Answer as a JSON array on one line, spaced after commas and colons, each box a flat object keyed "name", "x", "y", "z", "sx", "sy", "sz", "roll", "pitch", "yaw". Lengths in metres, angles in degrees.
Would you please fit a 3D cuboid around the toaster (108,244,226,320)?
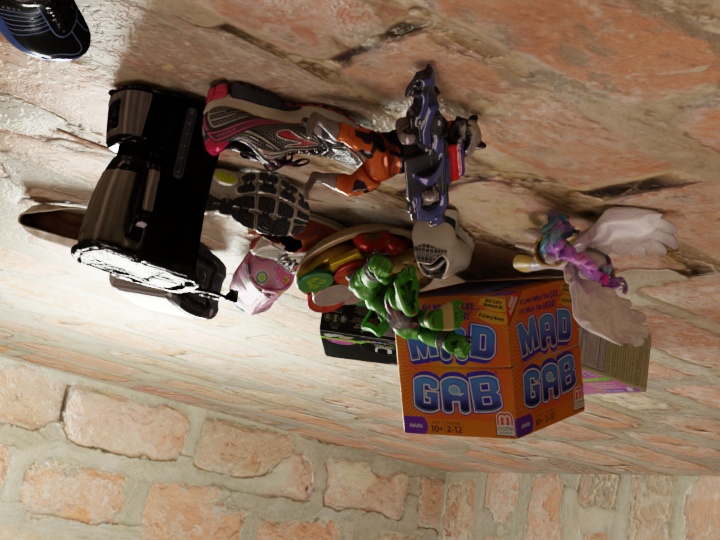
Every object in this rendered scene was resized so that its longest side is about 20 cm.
[{"name": "toaster", "x": -0.312, "y": 0.008, "z": 2.027, "sx": 0.128, "sy": 0.115, "sz": 0.200, "roll": 5, "pitch": 166, "yaw": 24}]

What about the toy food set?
[{"name": "toy food set", "x": 0.000, "y": 0.000, "z": 1.798, "sx": 0.196, "sy": 0.049, "sz": 0.200, "roll": -23, "pitch": 153, "yaw": 14}]

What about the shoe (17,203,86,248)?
[{"name": "shoe", "x": -0.425, "y": -0.060, "z": 1.922, "sx": 0.197, "sy": 0.071, "sz": 0.053, "roll": 10, "pitch": 174, "yaw": 7}]

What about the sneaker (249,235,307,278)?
[{"name": "sneaker", "x": -0.072, "y": -0.009, "z": 1.879, "sx": 0.198, "sy": 0.083, "sz": 0.078, "roll": 17, "pitch": 164, "yaw": -21}]

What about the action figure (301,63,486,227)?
[{"name": "action figure", "x": 0.036, "y": -0.146, "z": 1.323, "sx": 0.191, "sy": 0.105, "sz": 0.202, "roll": -3, "pitch": 132, "yaw": -7}]

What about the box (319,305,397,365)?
[{"name": "box", "x": 0.016, "y": 0.069, "z": 2.030, "sx": 0.146, "sy": 0.126, "sz": 0.200, "roll": 9, "pitch": 166, "yaw": 3}]

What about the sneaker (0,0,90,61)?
[{"name": "sneaker", "x": -0.297, "y": -0.248, "z": 1.156, "sx": 0.077, "sy": 0.071, "sz": 0.200, "roll": 7, "pitch": 166, "yaw": 27}]

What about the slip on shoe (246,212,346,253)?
[{"name": "slip on shoe", "x": -0.085, "y": -0.050, "z": 1.777, "sx": 0.074, "sy": 0.062, "sz": 0.199, "roll": -8, "pitch": 159, "yaw": 43}]

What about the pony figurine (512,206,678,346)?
[{"name": "pony figurine", "x": 0.283, "y": -0.007, "z": 1.592, "sx": 0.191, "sy": 0.169, "sz": 0.200, "roll": 16, "pitch": -179, "yaw": 4}]

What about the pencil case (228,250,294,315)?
[{"name": "pencil case", "x": -0.159, "y": 0.017, "z": 2.023, "sx": 0.086, "sy": 0.089, "sz": 0.200, "roll": 12, "pitch": 166, "yaw": -12}]

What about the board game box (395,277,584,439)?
[{"name": "board game box", "x": 0.190, "y": 0.125, "z": 1.866, "sx": 0.198, "sy": 0.203, "sz": 0.199, "roll": -2, "pitch": -175, "yaw": 38}]

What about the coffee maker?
[{"name": "coffee maker", "x": -0.220, "y": -0.087, "z": 1.448, "sx": 0.134, "sy": 0.203, "sz": 0.191, "roll": -1, "pitch": 160, "yaw": 39}]

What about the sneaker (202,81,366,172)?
[{"name": "sneaker", "x": -0.080, "y": -0.143, "z": 1.402, "sx": 0.198, "sy": 0.076, "sz": 0.081, "roll": 12, "pitch": 165, "yaw": -14}]

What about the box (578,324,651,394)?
[{"name": "box", "x": 0.359, "y": 0.141, "z": 2.144, "sx": 0.198, "sy": 0.098, "sz": 0.175, "roll": 21, "pitch": 162, "yaw": -35}]

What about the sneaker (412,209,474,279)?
[{"name": "sneaker", "x": 0.107, "y": -0.023, "z": 1.725, "sx": 0.075, "sy": 0.082, "sz": 0.200, "roll": 2, "pitch": 165, "yaw": 18}]

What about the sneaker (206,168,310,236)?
[{"name": "sneaker", "x": -0.161, "y": -0.100, "z": 1.659, "sx": 0.198, "sy": 0.078, "sz": 0.080, "roll": 16, "pitch": -176, "yaw": -8}]

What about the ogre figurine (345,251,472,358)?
[{"name": "ogre figurine", "x": 0.055, "y": 0.047, "z": 1.725, "sx": 0.199, "sy": 0.099, "sz": 0.119, "roll": 22, "pitch": 168, "yaw": -36}]
